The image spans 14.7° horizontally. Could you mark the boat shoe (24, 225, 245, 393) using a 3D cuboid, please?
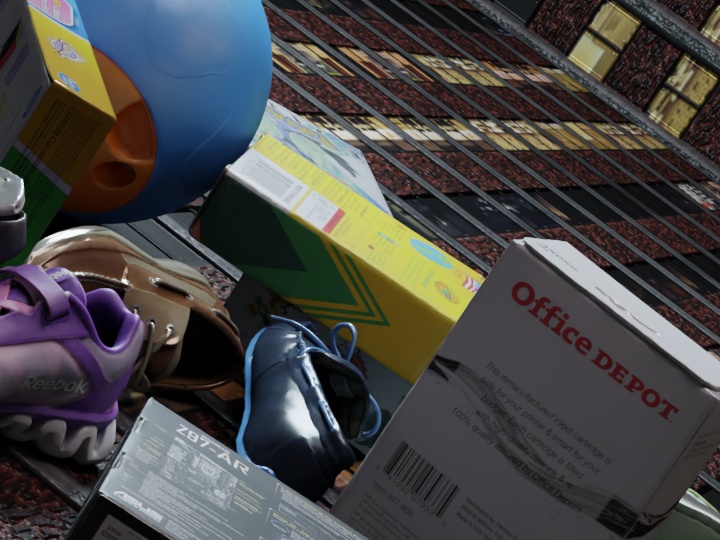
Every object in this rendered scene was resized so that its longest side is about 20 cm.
[{"bbox_3d":[-0.127,0.027,1.537,0.072,0.076,0.200,43,18,27],"label":"boat shoe"}]

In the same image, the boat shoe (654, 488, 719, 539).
[{"bbox_3d":[0.207,0.176,1.802,0.201,0.072,0.060,38,18,27],"label":"boat shoe"}]

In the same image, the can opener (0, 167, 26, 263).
[{"bbox_3d":[-0.255,-0.016,1.323,0.199,0.067,0.053,-8,29,-17],"label":"can opener"}]

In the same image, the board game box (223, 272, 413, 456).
[{"bbox_3d":[0.021,0.068,1.764,0.200,0.064,0.147,36,14,15],"label":"board game box"}]

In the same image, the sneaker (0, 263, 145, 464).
[{"bbox_3d":[-0.179,0.033,1.360,0.080,0.089,0.200,44,18,34],"label":"sneaker"}]

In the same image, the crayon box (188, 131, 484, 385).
[{"bbox_3d":[0.000,0.000,1.709,0.200,0.051,0.127,33,15,1],"label":"crayon box"}]

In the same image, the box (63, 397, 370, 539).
[{"bbox_3d":[-0.042,0.152,1.359,0.200,0.044,0.160,33,13,-4],"label":"box"}]

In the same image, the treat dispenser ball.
[{"bbox_3d":[-0.154,-0.130,1.740,0.200,0.201,0.201,32,13,-9],"label":"treat dispenser ball"}]

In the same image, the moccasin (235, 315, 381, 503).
[{"bbox_3d":[-0.023,0.081,1.566,0.200,0.068,0.081,-91,157,-65],"label":"moccasin"}]

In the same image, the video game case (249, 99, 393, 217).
[{"bbox_3d":[-0.070,-0.104,2.234,0.199,0.022,0.182,29,14,-20],"label":"video game case"}]

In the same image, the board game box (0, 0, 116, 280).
[{"bbox_3d":[-0.199,-0.064,1.511,0.040,0.153,0.200,29,15,-22],"label":"board game box"}]

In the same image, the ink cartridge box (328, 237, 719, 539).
[{"bbox_3d":[0.097,0.103,1.521,0.144,0.200,0.084,38,15,18],"label":"ink cartridge box"}]
